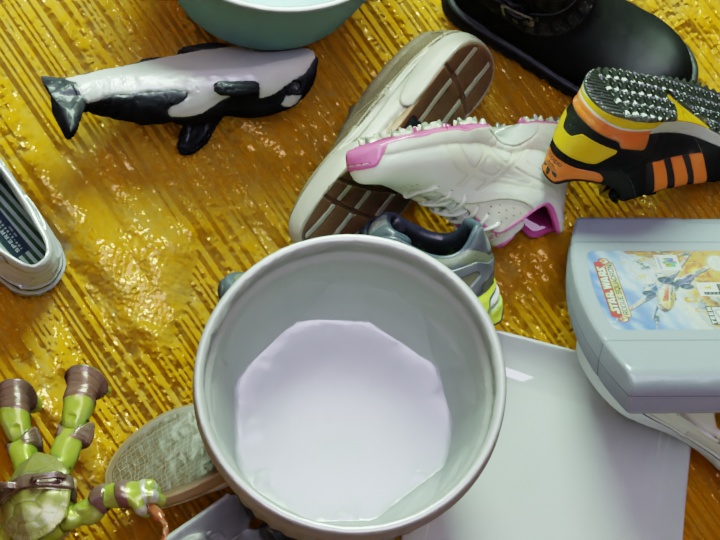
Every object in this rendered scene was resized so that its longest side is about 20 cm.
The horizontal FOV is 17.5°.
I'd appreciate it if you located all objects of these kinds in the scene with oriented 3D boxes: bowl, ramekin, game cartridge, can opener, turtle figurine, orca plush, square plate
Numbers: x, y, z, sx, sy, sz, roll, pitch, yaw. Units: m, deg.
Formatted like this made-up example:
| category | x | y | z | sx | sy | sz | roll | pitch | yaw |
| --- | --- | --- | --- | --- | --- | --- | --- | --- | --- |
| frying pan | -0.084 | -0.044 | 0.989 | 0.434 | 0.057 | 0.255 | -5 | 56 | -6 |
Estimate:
| category | x | y | z | sx | sy | sz | roll | pitch | yaw |
| --- | --- | --- | --- | --- | --- | --- | --- | --- | --- |
| bowl | -0.065 | -0.236 | 1.668 | 0.200 | 0.105 | 0.201 | 4 | 59 | -6 |
| ramekin | -0.009 | 0.086 | 1.518 | 0.200 | 0.105 | 0.201 | 1 | 71 | -4 |
| game cartridge | 0.213 | 0.026 | 1.620 | 0.133 | 0.042 | 0.200 | 3 | 34 | -10 |
| can opener | -0.062 | 0.161 | 1.584 | 0.200 | 0.067 | 0.053 | -34 | 94 | -18 |
| turtle figurine | -0.217 | 0.147 | 1.546 | 0.200 | 0.064 | 0.162 | -22 | 52 | 25 |
| orca plush | -0.123 | -0.110 | 1.652 | 0.200 | 0.105 | 0.071 | -17 | 117 | -36 |
| square plate | 0.130 | 0.144 | 1.616 | 0.198 | 0.028 | 0.200 | 14 | 59 | -8 |

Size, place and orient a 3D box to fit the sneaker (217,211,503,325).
| category | x | y | z | sx | sy | sz | roll | pitch | yaw |
| --- | --- | --- | --- | --- | --- | --- | --- | --- | --- |
| sneaker | 0.000 | 0.000 | 1.619 | 0.199 | 0.074 | 0.081 | -4 | 116 | -7 |

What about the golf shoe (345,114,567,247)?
| category | x | y | z | sx | sy | sz | roll | pitch | yaw |
| --- | --- | --- | --- | --- | --- | --- | --- | --- | --- |
| golf shoe | 0.076 | -0.061 | 1.638 | 0.200 | 0.075 | 0.092 | -4 | 88 | -39 |

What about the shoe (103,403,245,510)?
| category | x | y | z | sx | sy | sz | roll | pitch | yaw |
| --- | --- | --- | --- | --- | --- | --- | --- | --- | --- |
| shoe | -0.081 | 0.116 | 1.597 | 0.200 | 0.053 | 0.070 | -27 | 53 | -16 |

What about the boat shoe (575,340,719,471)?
| category | x | y | z | sx | sy | sz | roll | pitch | yaw |
| --- | --- | --- | --- | --- | --- | --- | --- | --- | --- |
| boat shoe | 0.243 | 0.089 | 1.622 | 0.200 | 0.070 | 0.071 | 39 | 57 | 6 |

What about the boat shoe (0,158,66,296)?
| category | x | y | z | sx | sy | sz | roll | pitch | yaw |
| --- | --- | --- | --- | --- | --- | --- | --- | --- | --- |
| boat shoe | -0.276 | -0.069 | 1.621 | 0.200 | 0.067 | 0.074 | 42 | 72 | 5 |

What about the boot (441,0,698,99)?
| category | x | y | z | sx | sy | sz | roll | pitch | yaw |
| --- | --- | --- | --- | --- | --- | --- | --- | --- | --- |
| boot | 0.157 | -0.191 | 1.670 | 0.211 | 0.158 | 0.080 | 22 | 72 | -1 |

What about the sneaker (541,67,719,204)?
| category | x | y | z | sx | sy | sz | roll | pitch | yaw |
| --- | --- | --- | --- | --- | --- | --- | --- | --- | --- |
| sneaker | 0.212 | -0.087 | 1.685 | 0.200 | 0.090 | 0.070 | 9 | 38 | -41 |

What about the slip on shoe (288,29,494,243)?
| category | x | y | z | sx | sy | sz | roll | pitch | yaw |
| --- | --- | --- | --- | --- | --- | --- | --- | --- | --- |
| slip on shoe | 0.013 | -0.095 | 1.677 | 0.061 | 0.076 | 0.200 | 29 | 78 | 45 |
